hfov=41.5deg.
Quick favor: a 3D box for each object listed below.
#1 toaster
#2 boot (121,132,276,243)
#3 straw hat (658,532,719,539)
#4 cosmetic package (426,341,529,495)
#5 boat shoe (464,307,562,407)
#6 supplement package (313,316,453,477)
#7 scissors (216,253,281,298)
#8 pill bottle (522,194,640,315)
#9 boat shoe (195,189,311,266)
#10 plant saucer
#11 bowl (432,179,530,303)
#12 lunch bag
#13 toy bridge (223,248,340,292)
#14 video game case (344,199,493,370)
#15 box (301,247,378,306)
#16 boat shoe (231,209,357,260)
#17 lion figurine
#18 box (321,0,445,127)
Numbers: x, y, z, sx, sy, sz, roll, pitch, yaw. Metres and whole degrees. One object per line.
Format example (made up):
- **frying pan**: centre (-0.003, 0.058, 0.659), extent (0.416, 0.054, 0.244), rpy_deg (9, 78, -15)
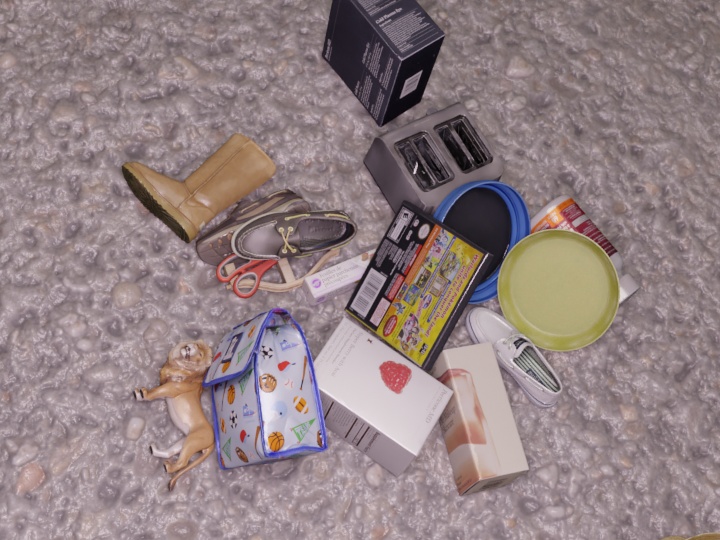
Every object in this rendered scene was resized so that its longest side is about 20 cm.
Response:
- **toaster**: centre (0.126, -0.165, 1.609), extent (0.179, 0.119, 0.202), rpy_deg (-24, 72, -20)
- **boot**: centre (-0.265, -0.160, 1.559), extent (0.175, 0.066, 0.200), rpy_deg (44, 63, 1)
- **straw hat**: centre (0.469, 0.444, 1.407), extent (0.197, 0.205, 0.085), rpy_deg (-5, 24, -14)
- **cosmetic package**: centre (0.175, 0.225, 1.443), extent (0.086, 0.104, 0.203), rpy_deg (-7, 65, -16)
- **boat shoe**: centre (0.253, 0.128, 1.525), extent (0.200, 0.067, 0.073), rpy_deg (45, 64, 11)
- **supplement package**: centre (0.017, 0.189, 1.416), extent (0.198, 0.120, 0.122), rpy_deg (33, 62, 5)
- **scissors**: centre (-0.138, -0.029, 1.515), extent (0.199, 0.014, 0.073), rpy_deg (-36, 77, -22)
- **pill bottle**: centre (0.370, -0.019, 1.596), extent (0.109, 0.110, 0.201), rpy_deg (-32, 75, -23)
- **boat shoe**: centre (-0.177, -0.071, 1.537), extent (0.197, 0.075, 0.074), rpy_deg (-22, 45, -17)
- **plant saucer**: centre (0.322, 0.030, 1.543), extent (0.199, 0.201, 0.031), rpy_deg (38, 24, 8)
- **bowl**: centre (0.190, -0.048, 1.545), extent (0.198, 0.039, 0.205), rpy_deg (-11, 110, -30)
- **lunch bag**: centre (-0.141, 0.167, 1.338), extent (0.122, 0.169, 0.204), rpy_deg (0, 76, -33)
- **toy bridge**: centre (-0.123, -0.002, 1.529), extent (0.197, 0.027, 0.068), rpy_deg (-19, 70, -18)
- **video game case**: centre (0.086, 0.021, 1.466), extent (0.180, 0.025, 0.202), rpy_deg (34, 99, 34)
- **box**: centre (0.000, 0.000, 1.548), extent (0.197, 0.042, 0.039), rpy_deg (-23, 71, -22)
- **boat shoe**: centre (-0.102, -0.057, 1.486), extent (0.198, 0.060, 0.073), rpy_deg (-12, 103, -21)
- **lion figurine**: centre (-0.255, 0.207, 1.388), extent (0.121, 0.072, 0.204), rpy_deg (-12, 82, -31)
- **box**: centre (0.035, -0.391, 1.651), extent (0.103, 0.201, 0.183), rpy_deg (-33, 76, -22)
